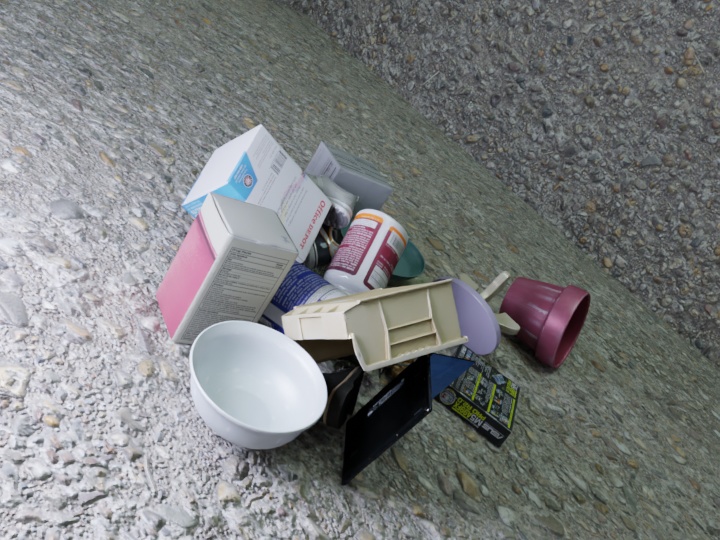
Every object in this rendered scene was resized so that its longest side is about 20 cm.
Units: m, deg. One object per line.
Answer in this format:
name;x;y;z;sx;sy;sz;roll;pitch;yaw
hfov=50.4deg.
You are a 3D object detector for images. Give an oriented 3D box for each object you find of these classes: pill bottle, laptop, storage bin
pill bottle;0.000;0.000;1.409;0.112;0.203;0.115;24;-22;11
pill bottle;-0.118;0.048;1.279;0.198;0.122;0.119;32;20;24
laptop;0.076;0.221;1.137;0.115;0.187;0.202;36;26;-17
storage bin;0.015;0.081;1.114;0.195;0.096;0.198;-12;2;-32

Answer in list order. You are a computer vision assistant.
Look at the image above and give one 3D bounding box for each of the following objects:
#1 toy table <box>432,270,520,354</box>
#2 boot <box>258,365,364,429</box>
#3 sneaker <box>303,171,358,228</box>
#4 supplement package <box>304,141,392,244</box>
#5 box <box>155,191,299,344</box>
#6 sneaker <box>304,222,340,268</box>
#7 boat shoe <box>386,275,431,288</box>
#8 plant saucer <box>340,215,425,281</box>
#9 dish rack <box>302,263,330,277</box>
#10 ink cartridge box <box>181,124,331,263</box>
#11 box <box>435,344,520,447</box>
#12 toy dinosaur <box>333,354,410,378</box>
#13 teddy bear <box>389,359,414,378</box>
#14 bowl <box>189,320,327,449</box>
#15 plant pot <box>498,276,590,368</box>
toy table;0.255;0.084;1.693;0.116;0.184;0.202;-20;68;-44
boot;-0.071;0.174;1.189;0.135;0.079;0.200;16;2;10
sneaker;-0.095;-0.152;1.473;0.197;0.076;0.082;30;48;8
supplement package;-0.056;-0.145;1.650;0.153;0.202;0.112;16;28;-39
box;-0.204;0.005;1.151;0.126;0.202;0.110;13;30;-40
sneaker;-0.093;-0.084;1.506;0.077;0.080;0.202;-10;48;-17
boat shoe;0.055;0.037;1.635;0.195;0.069;0.073;12;34;-11
plant saucer;0.040;-0.038;1.574;0.196;0.036;0.202;23;29;-14
dish rack;-0.074;-0.025;1.552;0.196;0.055;0.155;11;31;-26
ink cartridge box;-0.180;-0.118;1.361;0.200;0.144;0.149;46;50;-28
box;0.233;0.239;1.506;0.159;0.045;0.200;37;23;3
toy dinosaur;-0.018;0.137;1.342;0.197;0.079;0.102;24;0;37
teddy bear;0.074;0.163;1.428;0.144;0.067;0.200;24;17;-46
bowl;-0.150;0.170;1.034;0.197;0.091;0.203;23;30;-14
plant pot;0.446;0.111;1.889;0.177;0.204;0.198;27;18;27
